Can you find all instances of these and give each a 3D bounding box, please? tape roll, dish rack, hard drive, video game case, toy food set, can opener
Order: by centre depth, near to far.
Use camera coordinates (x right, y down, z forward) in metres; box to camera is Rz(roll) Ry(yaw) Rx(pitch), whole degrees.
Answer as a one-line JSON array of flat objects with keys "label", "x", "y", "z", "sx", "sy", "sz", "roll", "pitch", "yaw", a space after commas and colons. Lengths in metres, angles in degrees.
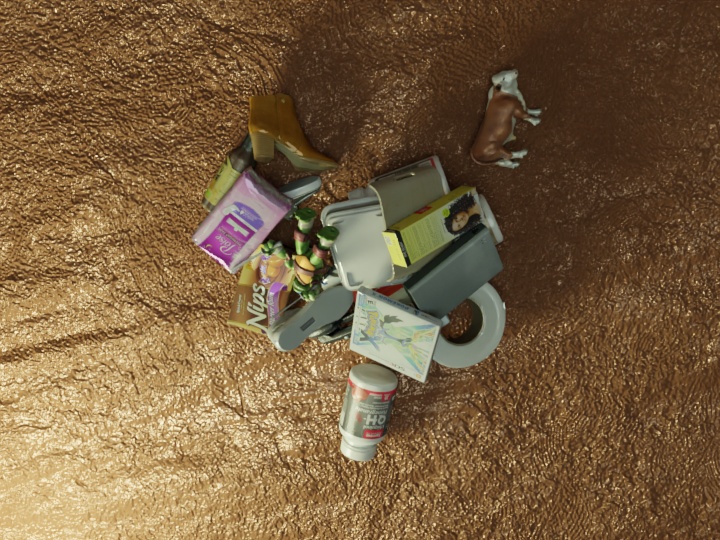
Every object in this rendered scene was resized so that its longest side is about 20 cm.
[{"label": "toy food set", "x": 0.096, "y": -0.091, "z": 1.475, "sx": 0.143, "sy": 0.060, "sz": 0.201, "roll": -20, "pitch": 108, "yaw": -25}, {"label": "hard drive", "x": 0.187, "y": 0.011, "z": 1.516, "sx": 0.200, "sy": 0.033, "sz": 0.140, "roll": -38, "pitch": 138, "yaw": -5}, {"label": "dish rack", "x": 0.018, "y": -0.047, "z": 1.532, "sx": 0.171, "sy": 0.044, "sz": 0.201, "roll": -10, "pitch": 118, "yaw": 13}, {"label": "video game case", "x": 0.069, "y": 0.135, "z": 1.569, "sx": 0.182, "sy": 0.022, "sz": 0.200, "roll": 23, "pitch": 139, "yaw": 13}, {"label": "tape roll", "x": 0.205, "y": 0.103, "z": 1.617, "sx": 0.202, "sy": 0.071, "sz": 0.203, "roll": -1, "pitch": 96, "yaw": -11}, {"label": "can opener", "x": -0.018, "y": 0.114, "z": 1.651, "sx": 0.200, "sy": 0.079, "sz": 0.064, "roll": -21, "pitch": 102, "yaw": 24}]

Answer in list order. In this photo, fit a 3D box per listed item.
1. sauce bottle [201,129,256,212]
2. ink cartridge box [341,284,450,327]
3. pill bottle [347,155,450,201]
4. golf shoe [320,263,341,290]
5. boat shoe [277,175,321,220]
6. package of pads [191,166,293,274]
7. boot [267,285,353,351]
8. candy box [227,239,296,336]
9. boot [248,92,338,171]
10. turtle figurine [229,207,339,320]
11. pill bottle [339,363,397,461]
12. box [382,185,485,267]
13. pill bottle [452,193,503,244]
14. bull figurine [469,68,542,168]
[{"label": "sauce bottle", "x": -0.260, "y": -0.208, "z": 1.584, "sx": 0.065, "sy": 0.065, "sz": 0.200, "roll": 32, "pitch": 104, "yaw": -8}, {"label": "ink cartridge box", "x": 0.078, "y": 0.073, "z": 1.664, "sx": 0.162, "sy": 0.050, "sz": 0.200, "roll": -34, "pitch": 106, "yaw": 11}, {"label": "pill bottle", "x": 0.083, "y": -0.151, "z": 1.562, "sx": 0.199, "sy": 0.114, "sz": 0.114, "roll": -20, "pitch": 105, "yaw": 8}, {"label": "golf shoe", "x": 0.000, "y": 0.000, "z": 1.623, "sx": 0.200, "sy": 0.078, "sz": 0.095, "roll": -34, "pitch": 92, "yaw": 14}, {"label": "boat shoe", "x": -0.164, "y": -0.135, "z": 1.601, "sx": 0.199, "sy": 0.070, "sz": 0.066, "roll": -24, "pitch": 112, "yaw": 9}, {"label": "package of pads", "x": -0.242, "y": -0.104, "z": 1.546, "sx": 0.120, "sy": 0.076, "sz": 0.200, "roll": 39, "pitch": 111, "yaw": -12}, {"label": "boot", "x": -0.114, "y": 0.092, "z": 1.628, "sx": 0.200, "sy": 0.096, "sz": 0.074, "roll": -34, "pitch": 113, "yaw": -15}, {"label": "candy box", "x": -0.209, "y": 0.037, "z": 1.660, "sx": 0.116, "sy": 0.056, "sz": 0.201, "roll": 19, "pitch": 105, "yaw": -3}, {"label": "boot", "x": -0.134, "y": -0.285, "z": 1.550, "sx": 0.201, "sy": 0.071, "sz": 0.145, "roll": 6, "pitch": 76, "yaw": -33}, {"label": "turtle figurine", "x": -0.131, "y": -0.013, "z": 1.497, "sx": 0.199, "sy": 0.144, "sz": 0.194, "roll": 3, "pitch": 130, "yaw": -25}, {"label": "pill bottle", "x": 0.012, "y": 0.322, "z": 1.710, "sx": 0.110, "sy": 0.111, "sz": 0.201, "roll": 11, "pitch": 107, "yaw": -1}, {"label": "box", "x": 0.141, "y": -0.086, "z": 1.437, "sx": 0.200, "sy": 0.050, "sz": 0.075, "roll": -31, "pitch": 114, "yaw": -21}, {"label": "pill bottle", "x": 0.187, "y": -0.070, "z": 1.583, "sx": 0.200, "sy": 0.111, "sz": 0.111, "roll": -25, "pitch": 104, "yaw": 9}, {"label": "bull figurine", "x": 0.295, "y": -0.302, "z": 1.532, "sx": 0.121, "sy": 0.065, "sz": 0.201, "roll": 21, "pitch": 107, "yaw": -1}]
